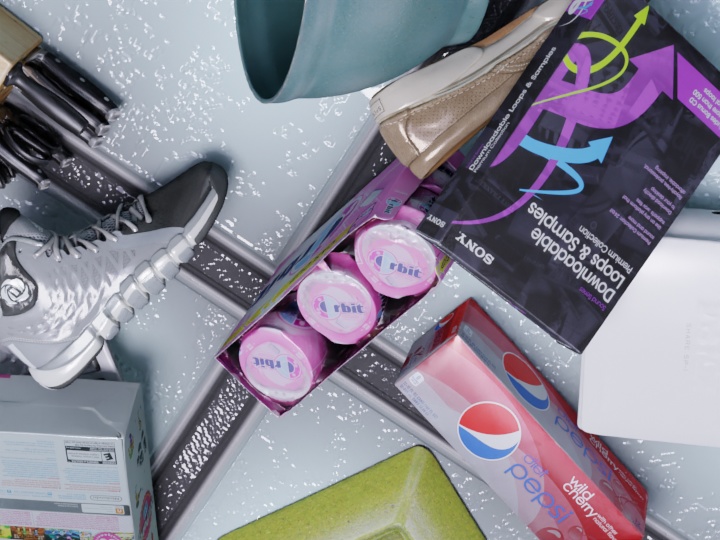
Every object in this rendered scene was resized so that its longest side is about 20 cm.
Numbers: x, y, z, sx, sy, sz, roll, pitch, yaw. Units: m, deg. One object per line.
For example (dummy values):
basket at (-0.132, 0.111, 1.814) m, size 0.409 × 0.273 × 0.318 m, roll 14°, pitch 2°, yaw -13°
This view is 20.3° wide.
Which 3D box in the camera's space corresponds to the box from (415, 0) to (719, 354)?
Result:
box at (0.144, -0.065, 1.265) m, size 0.143 × 0.036 × 0.201 m, roll 35°, pitch 90°, yaw -31°

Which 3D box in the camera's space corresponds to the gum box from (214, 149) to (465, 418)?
gum box at (0.000, 0.000, 1.345) m, size 0.066 × 0.114 × 0.200 m, roll 42°, pitch 130°, yaw -7°

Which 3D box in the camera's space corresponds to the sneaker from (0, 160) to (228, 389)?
sneaker at (-0.190, -0.021, 1.395) m, size 0.115 × 0.075 × 0.200 m, roll 41°, pitch 92°, yaw -17°

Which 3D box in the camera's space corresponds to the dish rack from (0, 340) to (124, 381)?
dish rack at (-0.276, 0.059, 1.498) m, size 0.199 × 0.044 × 0.173 m, roll -15°, pitch 110°, yaw 18°

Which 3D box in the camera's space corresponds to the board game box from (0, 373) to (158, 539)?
board game box at (-0.231, 0.170, 1.487) m, size 0.146 × 0.065 × 0.201 m, roll 4°, pitch 130°, yaw 5°

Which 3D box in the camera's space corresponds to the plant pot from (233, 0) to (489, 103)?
plant pot at (0.006, -0.204, 1.256) m, size 0.133 × 0.201 × 0.202 m, roll 0°, pitch 116°, yaw -17°

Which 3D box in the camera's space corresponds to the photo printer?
photo printer at (0.250, 0.041, 1.356) m, size 0.198 × 0.070 × 0.168 m, roll 6°, pitch 114°, yaw 11°

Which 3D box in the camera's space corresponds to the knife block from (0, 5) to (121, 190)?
knife block at (-0.265, -0.155, 1.393) m, size 0.174 × 0.064 × 0.201 m, roll -5°, pitch 111°, yaw 14°

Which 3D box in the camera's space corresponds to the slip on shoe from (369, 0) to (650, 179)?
slip on shoe at (0.104, -0.127, 1.282) m, size 0.199 × 0.076 × 0.061 m, roll -27°, pitch 85°, yaw -11°

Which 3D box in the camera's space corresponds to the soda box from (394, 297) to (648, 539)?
soda box at (0.117, 0.120, 1.420) m, size 0.063 × 0.070 × 0.200 m, roll -40°, pitch 100°, yaw 23°

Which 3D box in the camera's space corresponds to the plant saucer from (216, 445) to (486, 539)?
plant saucer at (0.012, 0.259, 1.516) m, size 0.199 × 0.048 × 0.201 m, roll -27°, pitch 105°, yaw 22°
